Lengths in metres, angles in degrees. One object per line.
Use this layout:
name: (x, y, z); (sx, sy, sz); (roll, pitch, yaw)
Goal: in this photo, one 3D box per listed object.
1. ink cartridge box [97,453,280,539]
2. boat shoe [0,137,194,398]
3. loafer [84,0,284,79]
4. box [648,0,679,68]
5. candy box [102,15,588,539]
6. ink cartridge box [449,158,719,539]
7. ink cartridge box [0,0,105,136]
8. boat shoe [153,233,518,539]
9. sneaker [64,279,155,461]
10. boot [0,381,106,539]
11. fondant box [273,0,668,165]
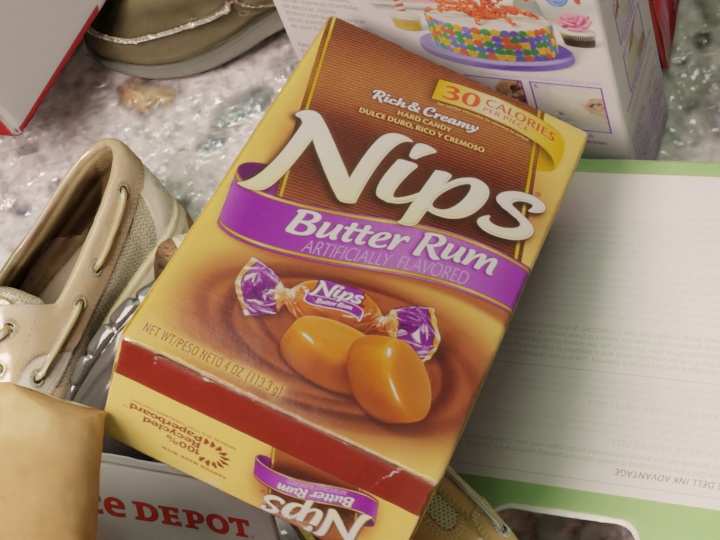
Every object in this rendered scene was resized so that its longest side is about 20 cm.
ink cartridge box: (-0.088, 0.172, 0.691); (0.086, 0.146, 0.201); (-47, 45, 33)
boat shoe: (-0.149, 0.032, 0.847); (0.072, 0.065, 0.201); (14, 61, 43)
loafer: (-0.055, -0.151, 0.924); (0.199, 0.070, 0.076); (-16, 54, 25)
box: (0.076, -0.181, 0.835); (0.102, 0.200, 0.095); (2, 61, 20)
candy box: (0.000, 0.000, 0.716); (0.116, 0.057, 0.201); (24, 43, 3)
ink cartridge box: (0.105, 0.049, 0.761); (0.144, 0.048, 0.201); (4, 61, 33)
ink cartridge box: (-0.218, -0.153, 0.956); (0.199, 0.084, 0.145); (9, 61, 40)
boat shoe: (-0.007, 0.056, 0.742); (0.076, 0.072, 0.201); (-26, 62, -19)
sneaker: (-0.036, 0.034, 0.818); (0.199, 0.076, 0.091); (-35, 65, -1)
boot: (-0.090, 0.124, 0.595); (0.173, 0.066, 0.201); (-5, 53, 0)
fondant box: (0.042, -0.110, 0.802); (0.143, 0.200, 0.059); (9, 62, 22)
